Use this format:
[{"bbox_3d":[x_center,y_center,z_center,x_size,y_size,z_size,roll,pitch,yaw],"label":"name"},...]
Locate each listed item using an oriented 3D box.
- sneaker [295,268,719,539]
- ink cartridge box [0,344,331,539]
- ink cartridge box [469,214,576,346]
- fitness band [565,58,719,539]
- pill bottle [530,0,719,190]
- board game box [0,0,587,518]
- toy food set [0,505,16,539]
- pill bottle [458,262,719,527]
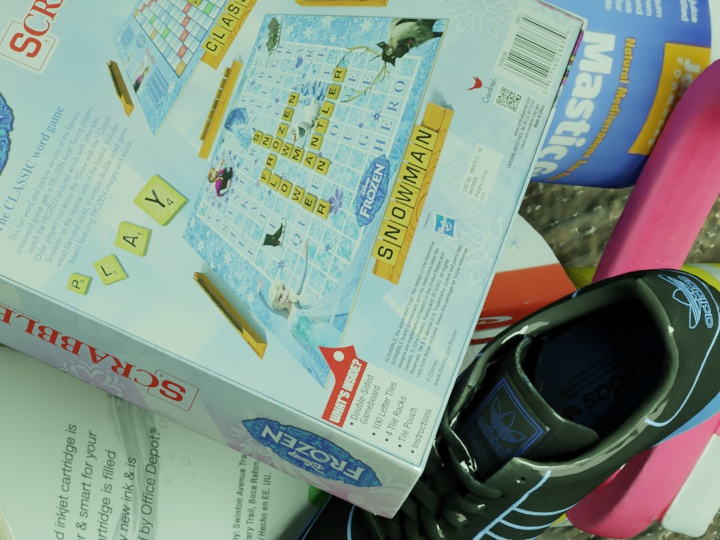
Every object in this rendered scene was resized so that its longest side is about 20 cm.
[{"bbox_3d":[0.040,0.065,0.855,0.200,0.070,0.078,-40,157,13],"label":"sneaker"},{"bbox_3d":[-0.079,0.110,0.949,0.198,0.083,0.148,7,77,-3],"label":"ink cartridge box"},{"bbox_3d":[0.000,0.000,0.955,0.161,0.200,0.058,-9,92,-29],"label":"ink cartridge box"},{"bbox_3d":[0.123,0.013,0.951,0.037,0.144,0.201,14,126,-14],"label":"fitness band"},{"bbox_3d":[0.082,-0.090,1.015,0.199,0.112,0.113,3,113,-33],"label":"pill bottle"},{"bbox_3d":[-0.043,-0.045,0.844,0.198,0.201,0.041,25,146,-3],"label":"board game box"},{"bbox_3d":[-0.228,0.094,0.865,0.199,0.060,0.144,-26,84,-10],"label":"toy food set"},{"bbox_3d":[0.096,0.055,1.102,0.199,0.112,0.113,-2,116,-32],"label":"pill bottle"}]
